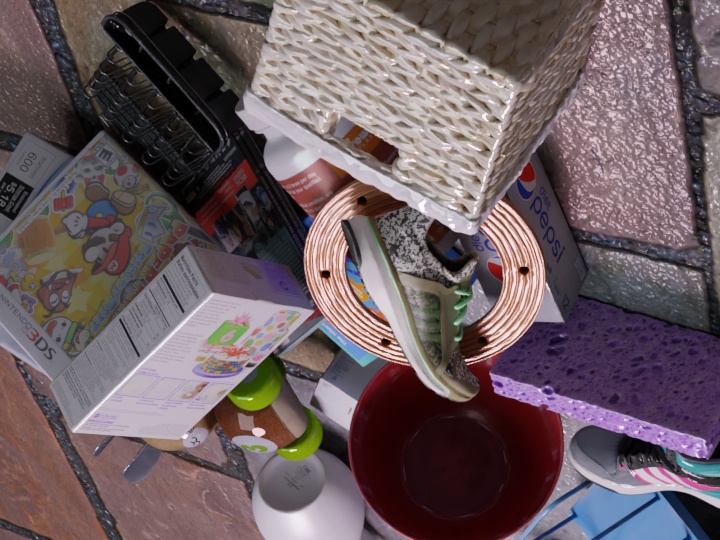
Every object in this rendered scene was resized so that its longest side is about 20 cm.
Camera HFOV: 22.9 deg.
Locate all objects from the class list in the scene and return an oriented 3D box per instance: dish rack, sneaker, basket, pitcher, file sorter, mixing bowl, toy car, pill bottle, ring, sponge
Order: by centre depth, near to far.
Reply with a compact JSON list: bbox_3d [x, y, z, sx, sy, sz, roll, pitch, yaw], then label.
[{"bbox_3d":[0.056,-0.174,1.252,0.198,0.200,0.161,30,142,9],"label":"basket"},{"bbox_3d":[0.063,0.024,1.424,0.089,0.077,0.200,-27,123,8],"label":"sneaker"},{"bbox_3d":[0.053,-0.003,1.455,0.200,0.019,0.201,6,128,8],"label":"ring"},{"bbox_3d":[-0.008,-0.089,1.493,0.200,0.112,0.112,47,147,-17],"label":"pill bottle"},{"bbox_3d":[0.221,0.084,1.499,0.200,0.112,0.030,16,141,29],"label":"sponge"},{"bbox_3d":[0.269,0.149,1.560,0.200,0.084,0.121,8,144,26],"label":"sneaker"},{"bbox_3d":[-0.189,-0.147,1.627,0.153,0.055,0.200,49,148,0],"label":"dish rack"},{"bbox_3d":[0.248,0.295,1.653,0.200,0.123,0.139,52,146,17],"label":"file sorter"},{"bbox_3d":[0.090,0.176,1.691,0.200,0.200,0.108,29,164,12],"label":"mixing bowl"},{"bbox_3d":[-0.165,0.144,1.764,0.158,0.200,0.164,56,179,32],"label":"toy car"},{"bbox_3d":[-0.066,0.269,2.025,0.171,0.121,0.200,34,163,33],"label":"pitcher"}]

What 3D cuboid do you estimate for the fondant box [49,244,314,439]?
[{"bbox_3d":[-0.160,0.069,1.598,0.200,0.144,0.058,-42,61,23],"label":"fondant box"}]

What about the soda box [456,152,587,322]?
[{"bbox_3d":[0.119,-0.048,1.467,0.068,0.063,0.200,0,134,35],"label":"soda box"}]

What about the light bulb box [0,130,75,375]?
[{"bbox_3d":[-0.283,0.004,1.764,0.200,0.198,0.125,29,174,16],"label":"light bulb box"}]

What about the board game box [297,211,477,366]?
[{"bbox_3d":[0.000,0.000,1.664,0.152,0.045,0.200,41,149,-6],"label":"board game box"}]

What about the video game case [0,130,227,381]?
[{"bbox_3d":[-0.253,-0.004,1.675,0.182,0.200,0.023,44,179,21],"label":"video game case"}]

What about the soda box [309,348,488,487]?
[{"bbox_3d":[0.051,0.154,1.797,0.200,0.064,0.068,33,149,6],"label":"soda box"}]

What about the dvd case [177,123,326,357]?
[{"bbox_3d":[-0.097,-0.028,1.675,0.200,0.022,0.146,60,148,7],"label":"dvd case"}]
